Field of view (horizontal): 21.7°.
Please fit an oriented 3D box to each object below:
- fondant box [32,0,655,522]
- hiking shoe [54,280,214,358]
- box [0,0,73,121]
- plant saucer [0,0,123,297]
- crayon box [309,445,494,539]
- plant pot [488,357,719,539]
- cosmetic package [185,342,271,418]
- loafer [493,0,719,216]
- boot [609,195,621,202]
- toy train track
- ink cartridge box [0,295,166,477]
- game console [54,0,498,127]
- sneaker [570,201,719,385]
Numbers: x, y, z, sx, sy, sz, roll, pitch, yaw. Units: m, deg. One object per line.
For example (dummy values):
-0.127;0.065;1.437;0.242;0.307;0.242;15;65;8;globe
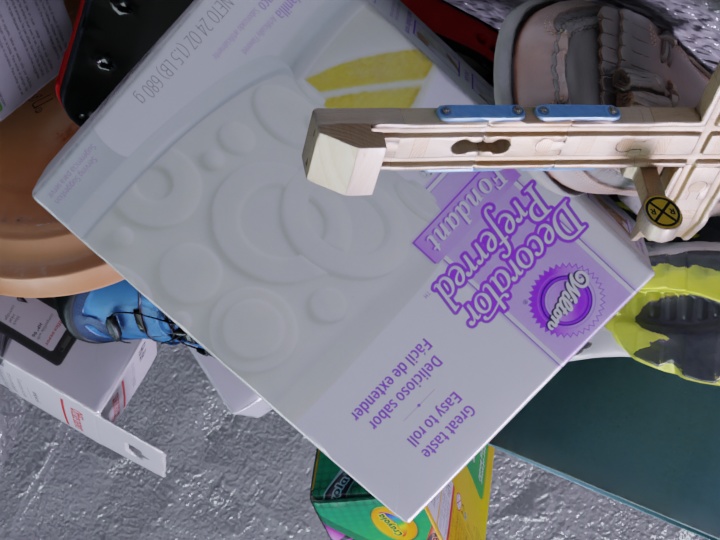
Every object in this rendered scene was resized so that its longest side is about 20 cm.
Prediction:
-0.005;-0.022;0.735;0.200;0.144;0.058;41;-166;-11;fondant box
-0.064;0.014;0.943;0.198;0.087;0.075;-9;135;13;hiking shoe
-0.256;-0.147;0.952;0.199;0.101;0.113;20;142;37;box
-0.148;-0.077;0.964;0.199;0.201;0.032;21;152;28;plant saucer
0.030;0.071;0.993;0.058;0.201;0.119;-6;137;17;crayon box
0.179;0.050;0.962;0.199;0.162;0.201;23;176;2;plant pot
-0.082;-0.016;1.255;0.200;0.122;0.200;57;177;5;cosmetic package
0.112;-0.057;0.694;0.062;0.073;0.200;1;172;28;loafer
0.044;-0.069;0.860;0.198;0.078;0.138;12;160;21;boot
0.081;-0.034;0.610;0.198;0.033;0.115;-1;143;-15;toy train track
-0.180;0.034;1.059;0.199;0.068;0.116;30;166;1;ink cartridge box
-0.042;-0.087;0.826;0.175;0.031;0.200;23;152;-7;game console
0.110;0.004;0.830;0.198;0.075;0.084;15;-161;30;sneaker
